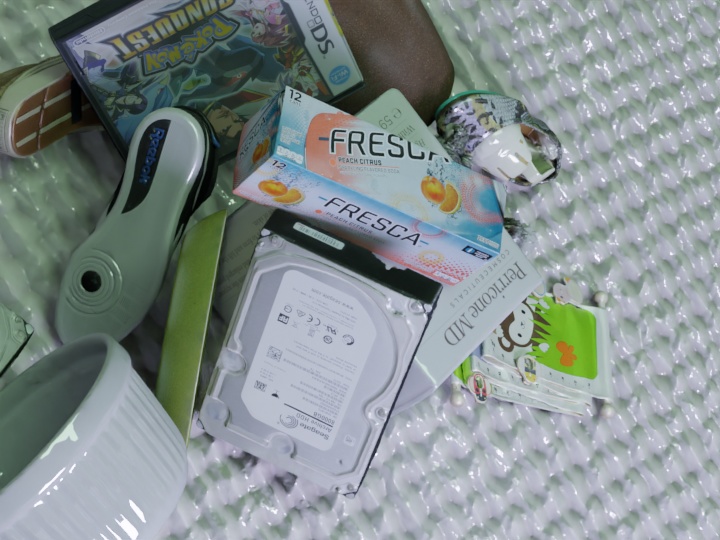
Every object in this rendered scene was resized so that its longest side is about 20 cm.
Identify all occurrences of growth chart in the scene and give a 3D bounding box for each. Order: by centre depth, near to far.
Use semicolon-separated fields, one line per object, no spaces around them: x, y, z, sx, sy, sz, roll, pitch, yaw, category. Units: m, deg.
0.149;0.062;1.844;0.199;0.018;0.145;9;62;-34;growth chart

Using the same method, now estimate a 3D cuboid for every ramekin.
-0.209;0.148;1.426;0.105;0.200;0.200;49;48;-19;ramekin

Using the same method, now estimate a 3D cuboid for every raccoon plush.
0.097;-0.070;1.791;0.199;0.134;0.097;-4;71;-37;raccoon plush

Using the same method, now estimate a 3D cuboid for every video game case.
-0.113;-0.163;1.614;0.026;0.199;0.181;61;-2;45;video game case

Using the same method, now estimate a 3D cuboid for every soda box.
0.008;-0.061;1.546;0.199;0.068;0.064;22;57;-23;soda box

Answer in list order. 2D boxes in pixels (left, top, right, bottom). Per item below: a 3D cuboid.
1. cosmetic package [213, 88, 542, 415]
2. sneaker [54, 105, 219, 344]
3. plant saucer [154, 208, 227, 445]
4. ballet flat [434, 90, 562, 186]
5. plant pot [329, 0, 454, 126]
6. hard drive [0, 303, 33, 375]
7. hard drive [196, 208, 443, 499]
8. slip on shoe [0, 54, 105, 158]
0.000;0.000;1.666;0.200;0.165;0.165;51;50;-4;cosmetic package
-0.159;-0.030;1.602;0.073;0.201;0.112;28;10;7;sneaker
-0.129;0.051;1.544;0.031;0.200;0.201;9;59;-3;plant saucer
0.131;-0.109;1.834;0.200;0.072;0.072;14;56;-64;ballet flat
-0.019;-0.197;1.763;0.200;0.186;0.188;37;49;-35;plant pot
-0.345;0.034;1.452;0.200;0.038;0.140;37;51;-3;hard drive
-0.034;0.066;1.565;0.139;0.201;0.038;25;36;5;hard drive
-0.232;-0.139;1.637;0.060;0.076;0.200;18;30;27;slip on shoe
